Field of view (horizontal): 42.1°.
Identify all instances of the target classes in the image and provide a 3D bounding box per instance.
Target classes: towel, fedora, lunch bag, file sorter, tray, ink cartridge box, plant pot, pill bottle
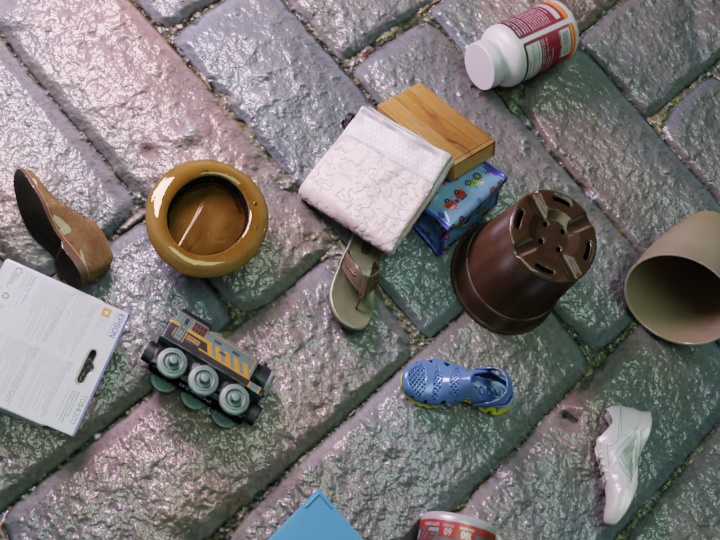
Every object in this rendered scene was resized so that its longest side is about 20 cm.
[{"bbox_3d":[0.025,-0.150,1.508,0.198,0.032,0.192,33,82,24],"label":"towel"},{"bbox_3d":[-0.239,-0.070,1.441,0.196,0.082,0.205,8,64,-16],"label":"fedora"},{"bbox_3d":[0.121,-0.156,1.579,0.150,0.095,0.200,-39,74,-22],"label":"lunch bag"},{"bbox_3d":[-0.050,0.434,1.295,0.138,0.123,0.200,-41,85,-24],"label":"file sorter"},{"bbox_3d":[0.126,-0.238,1.580,0.098,0.037,0.200,-30,55,-21],"label":"tray"},{"bbox_3d":[-0.459,0.113,1.336,0.197,0.043,0.199,25,65,-9],"label":"ink cartridge box"},{"bbox_3d":[0.270,-0.022,1.506,0.196,0.198,0.205,5,69,-14],"label":"plant pot"},{"bbox_3d":[0.289,-0.403,1.692,0.198,0.113,0.114,-27,80,-23],"label":"pill bottle"},{"bbox_3d":[0.126,0.459,1.340,0.114,0.116,0.204,16,67,-10],"label":"pill bottle"},{"bbox_3d":[0.578,-0.008,1.614,0.187,0.188,0.200,41,51,2],"label":"plant pot"}]

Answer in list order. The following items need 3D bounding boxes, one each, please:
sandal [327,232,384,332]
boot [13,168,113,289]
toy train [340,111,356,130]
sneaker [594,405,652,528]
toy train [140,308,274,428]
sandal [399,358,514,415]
[{"bbox_3d":[-0.001,-0.001,1.497,0.078,0.057,0.205,17,68,-9],"label":"sandal"},{"bbox_3d":[-0.446,-0.071,1.400,0.075,0.073,0.202,-32,86,-42],"label":"boot"},{"bbox_3d":[-0.011,-0.170,1.569,0.045,0.034,0.204,11,69,-23],"label":"toy train"},{"bbox_3d":[0.410,0.313,1.507,0.079,0.071,0.203,17,64,7],"label":"sneaker"},{"bbox_3d":[-0.221,0.145,1.374,0.198,0.085,0.115,31,56,-4],"label":"toy train"},{"bbox_3d":[0.159,0.176,1.466,0.195,0.087,0.081,5,71,-12],"label":"sandal"}]
